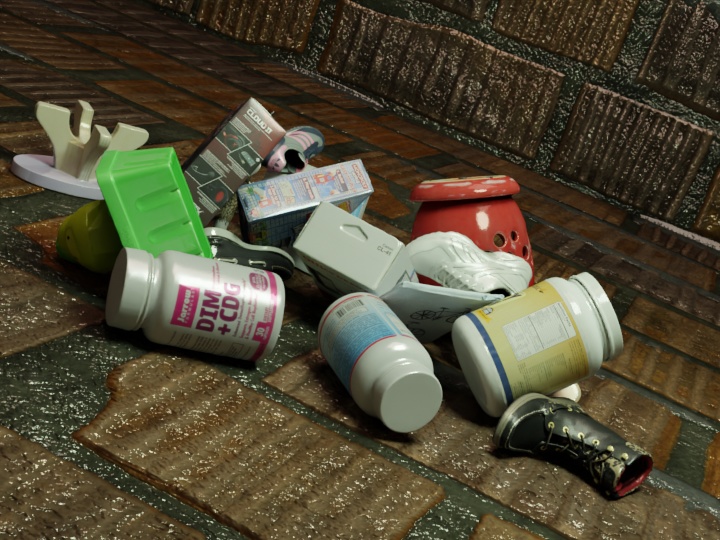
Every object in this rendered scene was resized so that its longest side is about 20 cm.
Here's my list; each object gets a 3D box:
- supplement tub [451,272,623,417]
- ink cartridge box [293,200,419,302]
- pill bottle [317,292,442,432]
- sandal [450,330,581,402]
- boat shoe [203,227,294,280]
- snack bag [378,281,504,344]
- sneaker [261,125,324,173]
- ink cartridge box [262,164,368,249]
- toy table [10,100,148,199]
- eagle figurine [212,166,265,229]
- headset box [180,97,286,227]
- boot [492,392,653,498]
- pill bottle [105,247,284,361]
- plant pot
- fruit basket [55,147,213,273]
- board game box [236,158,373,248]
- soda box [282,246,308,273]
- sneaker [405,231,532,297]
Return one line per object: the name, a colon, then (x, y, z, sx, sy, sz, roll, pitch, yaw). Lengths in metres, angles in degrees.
supplement tub: (0.236, 0.096, 1.527, 0.198, 0.146, 0.145, -22, 27, -7)
ink cartridge box: (0.000, 0.000, 1.648, 0.147, 0.086, 0.200, 27, -12, 21)
pill bottle: (0.025, 0.116, 1.419, 0.108, 0.110, 0.200, 12, 19, -26)
sandal: (0.228, 0.123, 1.629, 0.210, 0.070, 0.078, 31, 58, 9)
boat shoe: (-0.168, -0.007, 1.663, 0.199, 0.073, 0.061, 25, 51, -52)
snack bag: (0.071, 0.058, 1.585, 0.187, 0.200, 0.022, 9, 64, -33)
sneaker: (-0.109, -0.191, 1.889, 0.082, 0.070, 0.199, 44, 29, 19)
ink cartridge box: (-0.098, -0.106, 1.941, 0.198, 0.126, 0.129, 21, 17, 1)
toy table: (-0.446, -0.192, 1.822, 0.198, 0.118, 0.184, 7, 21, -41)
eagle figurine: (-0.232, -0.103, 1.759, 0.199, 0.151, 0.152, -8, 71, -47)
headset box: (-0.195, -0.153, 1.604, 0.075, 0.201, 0.148, 43, -15, -13)
boot: (0.272, 0.224, 1.445, 0.150, 0.074, 0.199, 33, 15, 36)
pill bottle: (-0.202, 0.039, 1.384, 0.198, 0.115, 0.113, 12, 18, -23)
plant pot: (0.174, -0.056, 1.807, 0.198, 0.185, 0.200, -3, 5, 0)
fruit basket: (-0.309, -0.048, 1.470, 0.213, 0.218, 0.156, 17, 16, -12)
board game box: (-0.083, -0.090, 1.716, 0.198, 0.200, 0.062, -20, 71, -10)
soda box: (-0.026, -0.011, 1.827, 0.198, 0.069, 0.064, 26, 17, 19)
sneaker: (0.155, 0.011, 1.652, 0.197, 0.078, 0.100, 14, 48, -4)
